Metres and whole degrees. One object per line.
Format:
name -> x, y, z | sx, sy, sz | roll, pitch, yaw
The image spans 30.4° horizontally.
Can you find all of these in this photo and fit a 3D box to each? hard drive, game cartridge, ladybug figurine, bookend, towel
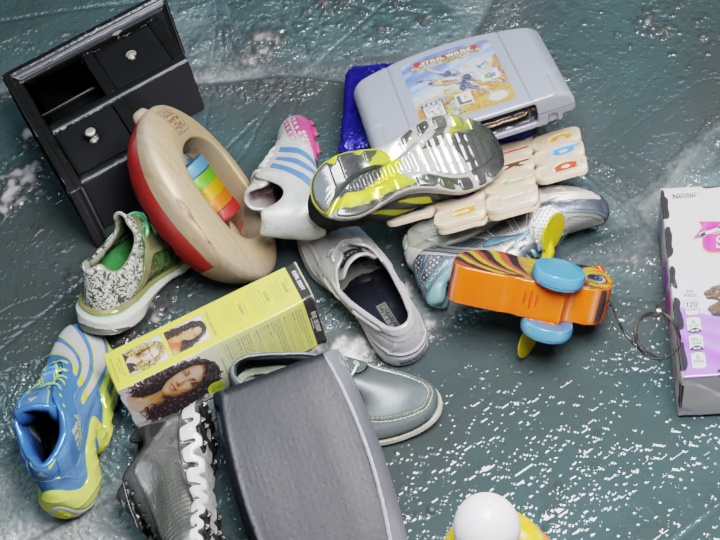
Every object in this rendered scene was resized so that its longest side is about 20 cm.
hard drive -> -0.044, 0.176, 1.124 | 0.133, 0.042, 0.203 | -19, 73, -2
game cartridge -> 0.095, -0.171, 1.291 | 0.197, 0.042, 0.134 | -18, 47, 0
ladybug figurine -> -0.161, -0.068, 1.288 | 0.071, 0.201, 0.136 | -30, 10, 26
bookend -> -0.246, -0.163, 1.407 | 0.197, 0.093, 0.201 | -29, 56, -10
towel -> 0.075, -0.175, 1.356 | 0.197, 0.050, 0.149 | -9, 37, 8

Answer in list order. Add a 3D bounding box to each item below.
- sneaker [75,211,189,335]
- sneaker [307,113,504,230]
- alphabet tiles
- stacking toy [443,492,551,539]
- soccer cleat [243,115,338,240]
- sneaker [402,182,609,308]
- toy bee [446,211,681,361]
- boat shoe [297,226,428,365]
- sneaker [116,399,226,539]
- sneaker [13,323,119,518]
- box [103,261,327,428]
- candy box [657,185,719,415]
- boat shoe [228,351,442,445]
sneaker -> -0.212, -0.029, 1.298 | 0.076, 0.089, 0.201 | 14, 45, 16
sneaker -> 0.036, -0.089, 1.220 | 0.197, 0.085, 0.076 | -14, 82, -20
alphabet tiles -> 0.120, -0.087, 1.263 | 0.193, 0.015, 0.201 | -16, 22, 12
stacking toy -> 0.104, 0.228, 0.995 | 0.144, 0.201, 0.148 | -5, 54, 7
soccer cleat -> -0.076, -0.096, 1.309 | 0.085, 0.071, 0.201 | -6, 32, -9
sneaker -> 0.143, -0.016, 1.251 | 0.197, 0.078, 0.087 | -17, 65, 8
toy bee -> 0.179, 0.026, 1.187 | 0.199, 0.132, 0.109 | 35, 24, 3
boat shoe -> 0.000, 0.000, 1.260 | 0.073, 0.066, 0.200 | -34, 56, -13
sneaker -> -0.167, 0.209, 1.150 | 0.089, 0.067, 0.202 | -13, 50, 5
sneaker -> -0.267, 0.116, 1.206 | 0.074, 0.106, 0.202 | -10, 54, 3
box -> -0.132, 0.071, 1.233 | 0.198, 0.076, 0.050 | -27, 52, -7
candy box -> 0.354, 0.021, 1.171 | 0.165, 0.072, 0.202 | -4, 55, 9
boat shoe -> -0.026, 0.109, 1.191 | 0.197, 0.062, 0.074 | 4, 54, 13
